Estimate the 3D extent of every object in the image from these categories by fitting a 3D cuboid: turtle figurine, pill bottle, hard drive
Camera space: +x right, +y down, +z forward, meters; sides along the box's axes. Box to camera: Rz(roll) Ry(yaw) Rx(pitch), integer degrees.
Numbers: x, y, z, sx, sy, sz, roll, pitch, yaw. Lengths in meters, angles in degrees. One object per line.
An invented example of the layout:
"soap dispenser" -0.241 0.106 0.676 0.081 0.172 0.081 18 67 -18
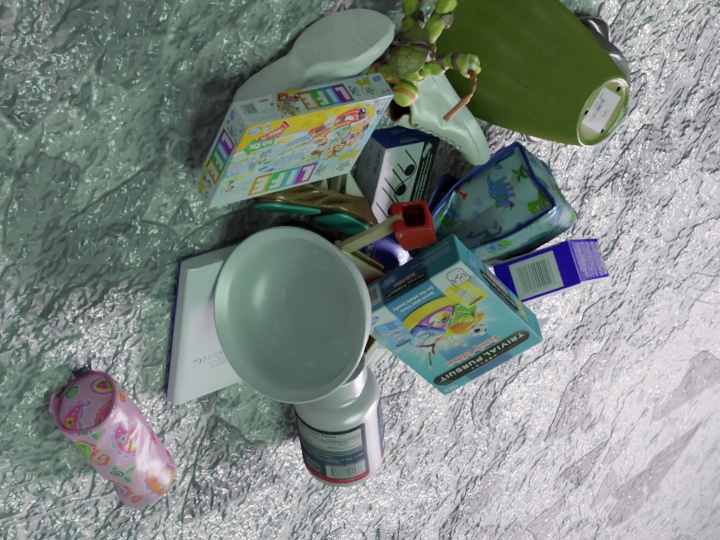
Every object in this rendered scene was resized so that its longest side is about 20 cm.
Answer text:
"turtle figurine" 0.055 -0.245 1.422 0.064 0.199 0.163 30 68 -39
"pill bottle" -0.030 0.187 1.725 0.119 0.119 0.201 -32 140 -24
"hard drive" -0.167 0.060 1.540 0.131 0.025 0.202 -19 134 -37

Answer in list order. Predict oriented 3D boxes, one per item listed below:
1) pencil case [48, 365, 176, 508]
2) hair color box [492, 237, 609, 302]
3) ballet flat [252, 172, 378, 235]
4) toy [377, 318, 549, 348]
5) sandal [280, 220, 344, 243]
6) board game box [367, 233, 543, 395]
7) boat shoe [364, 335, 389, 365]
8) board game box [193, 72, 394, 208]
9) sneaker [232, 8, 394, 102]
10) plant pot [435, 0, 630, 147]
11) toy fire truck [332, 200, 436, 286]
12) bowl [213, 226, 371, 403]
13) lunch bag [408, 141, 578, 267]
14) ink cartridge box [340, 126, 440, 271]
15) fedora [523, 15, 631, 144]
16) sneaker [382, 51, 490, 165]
"pencil case" -0.285 0.198 1.489 0.087 0.087 0.201 -41 143 -13
"hair color box" 0.259 0.001 1.719 0.108 0.066 0.200 -19 174 20
"ballet flat" -0.046 -0.091 1.507 0.199 0.067 0.073 14 78 -42
"toy" 0.129 0.067 1.648 0.197 0.048 0.115 1 153 -17
"sandal" -0.034 -0.008 1.590 0.075 0.045 0.199 -37 131 26
"board game box" 0.107 0.059 1.548 0.150 0.047 0.200 -31 134 20
"boat shoe" 0.057 0.073 1.710 0.069 0.071 0.200 21 140 -11
"board game box" -0.071 -0.141 1.377 0.199 0.034 0.135 -18 155 -37
"sneaker" -0.047 -0.208 1.404 0.199 0.075 0.089 -34 147 -6
"plant pot" 0.222 -0.236 1.553 0.186 0.200 0.189 -28 140 -27
"toy fire truck" 0.000 0.000 1.535 0.198 0.049 0.142 -15 137 5
"bowl" -0.063 0.045 1.472 0.090 0.200 0.203 -15 135 -62
"lunch bag" 0.167 -0.067 1.683 0.199 0.128 0.170 -34 164 15
"ink cartridge box" 0.032 -0.082 1.616 0.093 0.044 0.202 -15 132 -38
"fedora" 0.302 -0.242 1.729 0.176 0.090 0.202 -29 139 -29
"sneaker" 0.081 -0.188 1.542 0.085 0.073 0.200 -41 123 -2
